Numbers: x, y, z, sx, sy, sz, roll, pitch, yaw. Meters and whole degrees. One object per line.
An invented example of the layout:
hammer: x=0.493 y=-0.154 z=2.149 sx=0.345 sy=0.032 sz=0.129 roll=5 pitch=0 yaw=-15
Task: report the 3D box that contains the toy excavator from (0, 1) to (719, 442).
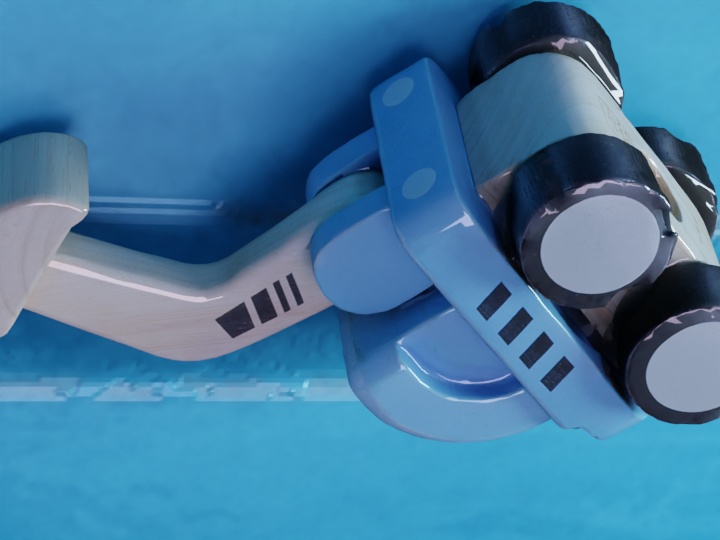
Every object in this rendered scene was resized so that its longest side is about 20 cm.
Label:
toy excavator: x=0.000 y=0.000 z=0.690 sx=0.200 sy=0.100 sz=0.195 roll=-32 pitch=126 yaw=16
